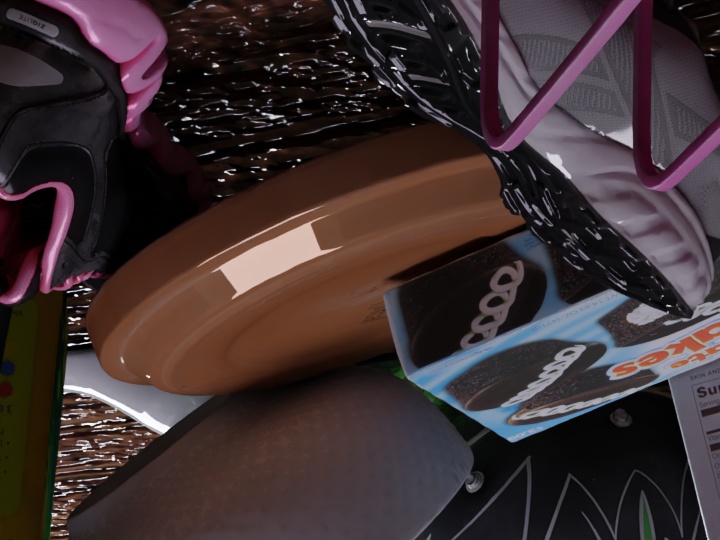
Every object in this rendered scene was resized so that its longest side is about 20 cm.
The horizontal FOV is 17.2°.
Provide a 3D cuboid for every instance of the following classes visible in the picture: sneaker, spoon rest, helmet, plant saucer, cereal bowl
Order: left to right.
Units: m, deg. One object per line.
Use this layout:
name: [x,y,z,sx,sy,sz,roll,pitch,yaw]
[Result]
sneaker: [-0.105,-0.024,0.814,0.079,0.096,0.200,16,158,13]
spoon rest: [-0.107,0.060,1.097,0.199,0.061,0.099,-18,154,13]
cereal bowl: [-0.055,0.102,0.950,0.083,0.200,0.200,53,144,-4]
plant saucer: [0.000,0.000,0.858,0.200,0.032,0.200,-19,166,-5]
sneaker: [0.057,-0.071,0.739,0.200,0.079,0.074,44,168,-34]
helmet: [0.099,0.149,1.088,0.199,0.201,0.191,9,180,-15]

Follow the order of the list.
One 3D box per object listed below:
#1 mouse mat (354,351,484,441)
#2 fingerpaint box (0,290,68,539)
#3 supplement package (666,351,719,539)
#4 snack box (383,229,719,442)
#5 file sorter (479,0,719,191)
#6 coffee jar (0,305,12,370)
mouse mat: [-0.001,0.072,1.099,0.160,0.008,0.200,-9,162,-19]
fingerpaint box: [-0.229,0.084,1.009,0.199,0.167,0.073,3,157,-4]
supplement package: [0.222,0.114,0.933,0.150,0.201,0.152,-16,162,14]
snack box: [0.120,-0.001,0.852,0.199,0.037,0.116,-24,157,15]
file sorter: [0.141,-0.087,0.614,0.199,0.126,0.139,9,157,-15]
coffee jar: [-0.188,0.061,0.904,0.104,0.201,0.085,-17,150,38]
